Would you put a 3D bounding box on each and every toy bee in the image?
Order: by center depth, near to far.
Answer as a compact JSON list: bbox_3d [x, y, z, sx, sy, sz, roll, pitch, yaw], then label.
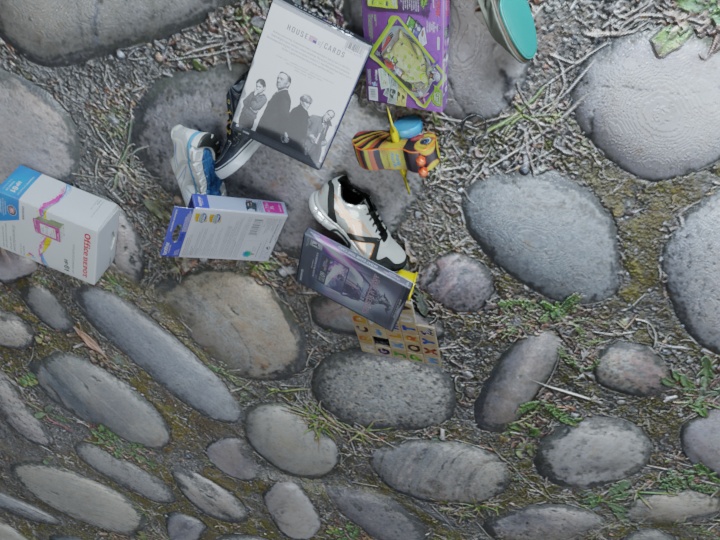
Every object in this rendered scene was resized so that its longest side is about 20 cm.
[{"bbox_3d":[0.072,-0.179,1.026,0.197,0.110,0.132,-24,118,32],"label":"toy bee"}]

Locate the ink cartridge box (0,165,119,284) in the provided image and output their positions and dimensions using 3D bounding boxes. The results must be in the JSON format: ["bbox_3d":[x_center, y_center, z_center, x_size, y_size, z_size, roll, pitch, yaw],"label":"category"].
[{"bbox_3d":[-0.559,-0.082,1.313,0.195,0.086,0.146,21,132,-3],"label":"ink cartridge box"}]

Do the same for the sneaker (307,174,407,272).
[{"bbox_3d":[0.007,-0.072,1.159,0.199,0.075,0.080,39,127,-17],"label":"sneaker"}]

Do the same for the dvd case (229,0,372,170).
[{"bbox_3d":[-0.087,-0.259,1.000,0.147,0.025,0.203,23,121,-7],"label":"dvd case"}]

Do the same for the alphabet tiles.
[{"bbox_3d":[0.061,0.109,1.295,0.163,0.008,0.202,10,146,20],"label":"alphabet tiles"}]

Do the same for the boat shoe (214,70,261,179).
[{"bbox_3d":[-0.182,-0.232,1.088,0.091,0.072,0.199,41,121,-18],"label":"boat shoe"}]

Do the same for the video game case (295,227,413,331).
[{"bbox_3d":[-0.015,0.019,1.197,0.197,0.019,0.144,28,145,6],"label":"video game case"}]

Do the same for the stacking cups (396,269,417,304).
[{"bbox_3d":[0.000,0.000,1.231,0.195,0.061,0.061,19,133,1],"label":"stacking cups"}]

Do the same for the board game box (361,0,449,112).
[{"bbox_3d":[0.061,-0.317,0.952,0.117,0.032,0.204,17,135,23],"label":"board game box"}]

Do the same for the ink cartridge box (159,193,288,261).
[{"bbox_3d":[-0.231,-0.070,1.192,0.195,0.043,0.120,0,140,-31],"label":"ink cartridge box"}]

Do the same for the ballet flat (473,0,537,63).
[{"bbox_3d":[0.163,-0.354,0.892,0.063,0.068,0.202,6,137,49],"label":"ballet flat"}]

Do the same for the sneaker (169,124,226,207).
[{"bbox_3d":[-0.279,-0.158,1.187,0.085,0.075,0.203,29,137,20],"label":"sneaker"}]
